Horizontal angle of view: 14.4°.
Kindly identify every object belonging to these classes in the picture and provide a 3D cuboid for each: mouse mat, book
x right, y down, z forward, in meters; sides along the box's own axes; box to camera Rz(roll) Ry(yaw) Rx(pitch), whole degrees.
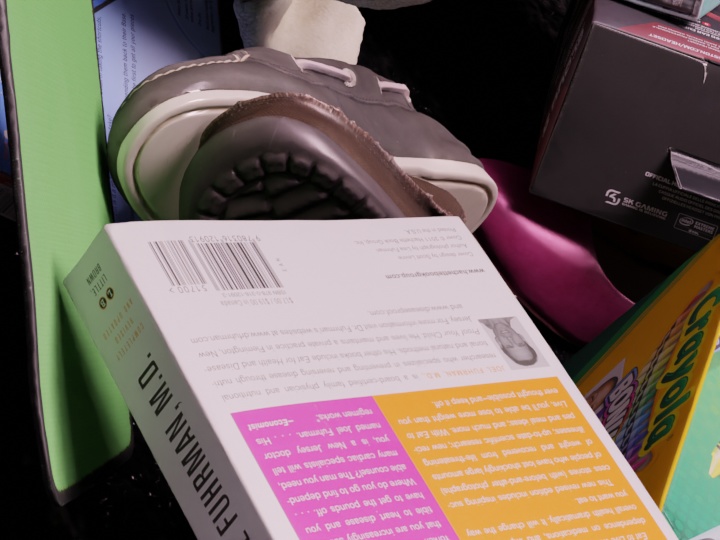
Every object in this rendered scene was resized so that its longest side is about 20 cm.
[{"bbox_3d":[-0.085,-0.039,0.804,0.161,0.007,0.201,-22,107,-86],"label":"mouse mat"},{"bbox_3d":[0.019,0.070,0.757,0.133,0.048,0.200,-1,51,-43],"label":"book"}]

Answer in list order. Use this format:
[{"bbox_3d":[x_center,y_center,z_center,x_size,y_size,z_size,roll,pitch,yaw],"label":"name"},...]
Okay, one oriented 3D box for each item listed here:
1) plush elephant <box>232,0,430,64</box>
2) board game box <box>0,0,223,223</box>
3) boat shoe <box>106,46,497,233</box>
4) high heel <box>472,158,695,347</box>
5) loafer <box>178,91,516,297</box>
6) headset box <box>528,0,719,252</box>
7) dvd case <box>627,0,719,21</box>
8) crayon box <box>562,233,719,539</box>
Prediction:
[{"bbox_3d":[-0.018,-0.155,0.995,0.165,0.199,0.155,67,13,5],"label":"plush elephant"},{"bbox_3d":[-0.092,-0.084,0.980,0.103,0.019,0.201,26,39,-32],"label":"board game box"},{"bbox_3d":[-0.028,-0.041,0.943,0.057,0.067,0.200,51,20,27],"label":"boat shoe"},{"bbox_3d":[0.133,-0.003,1.078,0.200,0.096,0.068,32,38,-23],"label":"high heel"},{"bbox_3d":[0.000,0.000,0.914,0.200,0.073,0.071,52,25,-50],"label":"loafer"},{"bbox_3d":[0.148,-0.063,1.096,0.148,0.075,0.200,19,23,-1],"label":"headset box"},{"bbox_3d":[0.065,-0.150,1.116,0.199,0.022,0.146,20,25,17],"label":"dvd case"},{"bbox_3d":[0.098,0.075,0.942,0.058,0.119,0.200,42,34,-9],"label":"crayon box"}]
